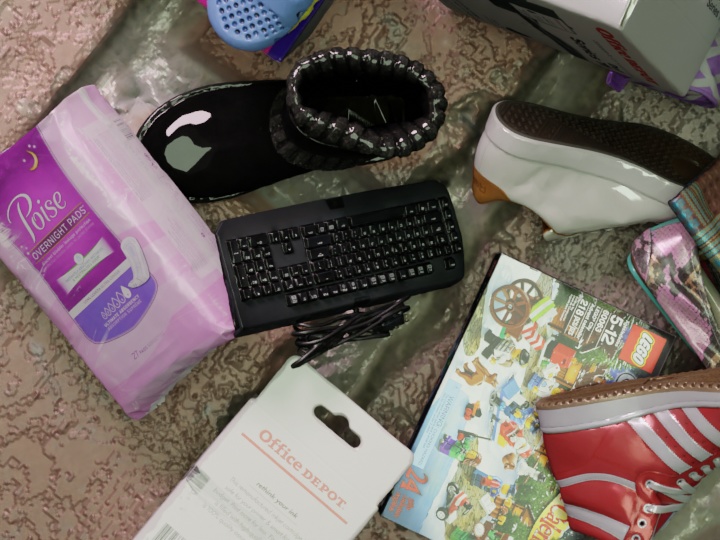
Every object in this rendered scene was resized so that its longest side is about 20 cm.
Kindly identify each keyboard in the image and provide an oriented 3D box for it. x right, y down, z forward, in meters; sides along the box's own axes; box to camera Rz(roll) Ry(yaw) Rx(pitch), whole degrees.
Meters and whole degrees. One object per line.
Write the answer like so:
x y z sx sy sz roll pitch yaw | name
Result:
0.000 0.000 1.287 0.199 0.040 0.105 -13 91 -36 | keyboard

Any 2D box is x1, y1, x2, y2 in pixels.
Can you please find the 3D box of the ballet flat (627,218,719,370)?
0.259 0.050 1.315 0.071 0.069 0.201 -29 99 27 | ballet flat

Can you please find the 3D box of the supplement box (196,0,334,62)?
-0.096 -0.246 1.295 0.200 0.103 0.101 37 109 -2 | supplement box

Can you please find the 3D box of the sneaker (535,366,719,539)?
0.220 0.126 1.270 0.199 0.071 0.113 -9 94 25 | sneaker

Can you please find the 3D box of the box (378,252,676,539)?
0.115 0.106 1.341 0.136 0.038 0.201 25 89 -1 | box

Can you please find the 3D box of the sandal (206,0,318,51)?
-0.039 -0.225 1.193 0.079 0.087 0.201 29 109 0 | sandal

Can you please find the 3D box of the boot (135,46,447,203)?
-0.052 -0.096 1.276 0.210 0.158 0.080 -13 93 -3 | boot

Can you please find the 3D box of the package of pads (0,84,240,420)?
-0.165 -0.012 1.297 0.120 0.076 0.200 -38 90 28 | package of pads

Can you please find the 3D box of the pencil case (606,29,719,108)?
0.240 -0.212 1.328 0.085 0.084 0.201 19 86 34 | pencil case

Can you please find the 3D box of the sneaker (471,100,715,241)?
0.171 -0.056 1.341 0.199 0.073 0.085 15 124 -10 | sneaker

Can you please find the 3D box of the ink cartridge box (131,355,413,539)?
-0.067 0.166 1.320 0.116 0.068 0.200 40 89 -1 | ink cartridge box

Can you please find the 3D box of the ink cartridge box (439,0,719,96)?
0.125 -0.199 1.253 0.199 0.146 0.083 25 89 30 | ink cartridge box

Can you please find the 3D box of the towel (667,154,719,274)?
0.305 0.000 1.313 0.200 0.022 0.147 53 47 -1 | towel
